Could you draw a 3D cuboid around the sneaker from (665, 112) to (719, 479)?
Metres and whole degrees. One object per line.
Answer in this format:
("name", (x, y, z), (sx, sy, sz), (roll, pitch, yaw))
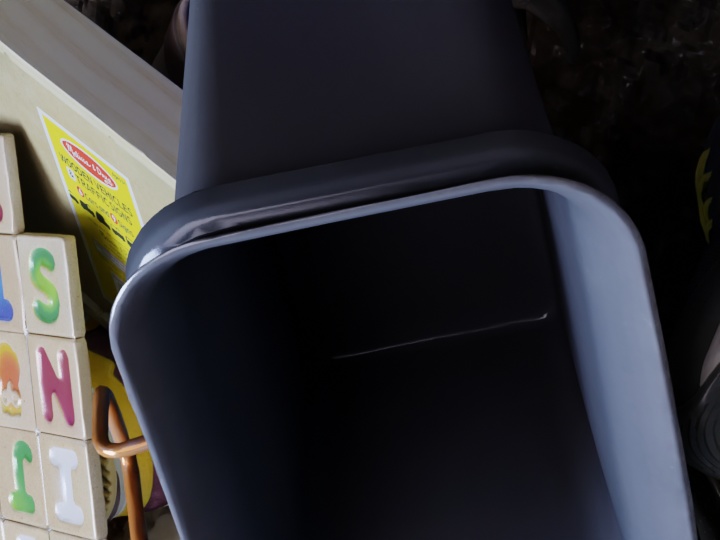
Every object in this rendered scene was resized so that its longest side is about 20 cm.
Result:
("sneaker", (0.127, -0.007, 0.746), (0.084, 0.200, 0.075), (-1, 122, 41))

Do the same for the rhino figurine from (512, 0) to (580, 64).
("rhino figurine", (-0.013, -0.117, 0.857), (0.199, 0.060, 0.088), (30, 123, 14))

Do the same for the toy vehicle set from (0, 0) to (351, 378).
("toy vehicle set", (-0.073, -0.019, 0.860), (0.200, 0.026, 0.125), (37, 152, 41))

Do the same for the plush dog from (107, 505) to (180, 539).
("plush dog", (-0.063, 0.158, 0.958), (0.199, 0.160, 0.173), (25, 95, 19))

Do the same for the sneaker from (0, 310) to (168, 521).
("sneaker", (-0.111, 0.038, 0.973), (0.200, 0.090, 0.076), (30, 125, 48))

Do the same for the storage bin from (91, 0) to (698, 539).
("storage bin", (0.004, 0.014, 0.694), (0.144, 0.135, 0.201), (-11, 133, 5))

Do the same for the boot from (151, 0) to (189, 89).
("boot", (0.000, 0.000, 0.858), (0.200, 0.070, 0.147), (39, 153, 21))

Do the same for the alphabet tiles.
("alphabet tiles", (-0.136, 0.052, 0.924), (0.166, 0.006, 0.202), (4, 102, 54))

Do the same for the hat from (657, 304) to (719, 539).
("hat", (0.116, 0.051, 0.816), (0.080, 0.201, 0.202), (-25, 97, -7))
